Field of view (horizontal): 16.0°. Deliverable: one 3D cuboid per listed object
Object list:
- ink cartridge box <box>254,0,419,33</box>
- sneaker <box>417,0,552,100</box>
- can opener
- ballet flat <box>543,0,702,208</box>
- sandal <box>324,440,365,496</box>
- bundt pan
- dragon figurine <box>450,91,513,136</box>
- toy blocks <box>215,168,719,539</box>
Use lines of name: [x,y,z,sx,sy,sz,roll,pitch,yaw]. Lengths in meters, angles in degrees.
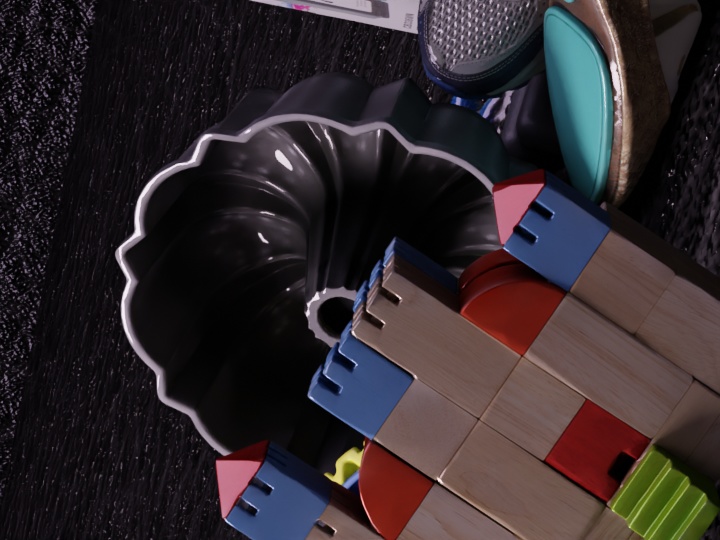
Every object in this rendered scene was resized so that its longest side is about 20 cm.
ink cartridge box: [-0.002,-0.207,1.213,0.147,0.198,0.147,98,-177,-81]
sneaker: [0.073,-0.168,1.048,0.201,0.077,0.085,-64,-19,-3]
can opener: [0.089,-0.146,1.113,0.053,0.066,0.201,139,149,-74]
ballet flat: [0.103,-0.111,1.003,0.071,0.065,0.201,-124,16,-46]
sandal: [0.040,0.095,1.027,0.201,0.079,0.087,-57,31,25]
bundt pan: [0.000,0.000,1.097,0.076,0.201,0.203,-69,2,-53]
dragon figurine: [0.054,-0.042,1.183,0.200,0.058,0.100,120,159,-52]
toy blocks: [0.045,0.046,0.839,0.201,0.136,0.100,-55,5,12]
